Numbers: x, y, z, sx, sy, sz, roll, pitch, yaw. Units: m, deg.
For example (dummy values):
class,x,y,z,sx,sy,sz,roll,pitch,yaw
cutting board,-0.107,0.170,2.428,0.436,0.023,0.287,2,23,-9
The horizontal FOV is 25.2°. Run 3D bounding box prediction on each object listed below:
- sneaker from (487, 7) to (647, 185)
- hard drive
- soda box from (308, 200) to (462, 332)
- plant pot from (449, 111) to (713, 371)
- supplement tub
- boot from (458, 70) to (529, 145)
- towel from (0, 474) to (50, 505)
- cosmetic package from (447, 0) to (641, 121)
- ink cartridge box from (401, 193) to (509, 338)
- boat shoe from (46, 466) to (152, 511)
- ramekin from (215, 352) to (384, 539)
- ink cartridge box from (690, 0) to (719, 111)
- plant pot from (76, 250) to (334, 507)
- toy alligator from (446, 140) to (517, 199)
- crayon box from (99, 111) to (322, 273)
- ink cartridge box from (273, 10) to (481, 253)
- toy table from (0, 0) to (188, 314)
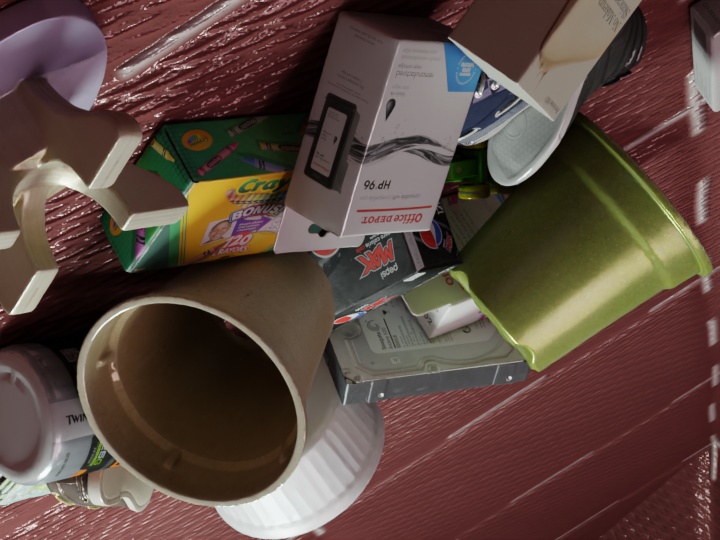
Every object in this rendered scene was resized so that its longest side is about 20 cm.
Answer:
class,x,y,z,sx,sy,sz,roll,pitch,yaw
sneaker,0.188,-0.159,1.415,0.099,0.071,0.201,-3,126,-50
hard drive,0.058,0.062,1.627,0.199,0.140,0.038,-6,135,-17
soda box,0.000,0.000,1.500,0.063,0.071,0.200,-11,167,-44
plant pot,0.189,-0.013,1.481,0.184,0.200,0.200,-42,159,1
supplement tub,-0.231,0.115,1.433,0.200,0.123,0.123,-8,150,-46
boot,0.121,-0.169,1.343,0.090,0.073,0.200,-15,155,-51
towel,-0.265,0.163,1.602,0.200,0.048,0.171,-12,153,-43
cosmetic package,0.164,-0.222,1.197,0.200,0.073,0.103,-55,155,5
ink cartridge box,0.097,-0.010,1.616,0.199,0.115,0.068,-18,155,-30
boat shoe,-0.247,0.198,1.560,0.059,0.072,0.200,3,175,9
ramekin,-0.085,0.162,1.641,0.200,0.201,0.098,-31,133,0
ink cartridge box,0.417,-0.253,1.607,0.176,0.045,0.200,-32,160,3
plant pot,-0.109,0.065,1.365,0.200,0.200,0.184,-46,-174,34
toy alligator,0.092,-0.097,1.504,0.200,0.060,0.054,-11,-168,-43
crayon box,-0.096,-0.066,1.296,0.200,0.058,0.119,-10,152,-44
ink cartridge box,0.015,-0.094,1.254,0.116,0.068,0.201,-6,120,-49
toy table,-0.212,-0.069,1.047,0.183,0.117,0.200,-17,155,-34
